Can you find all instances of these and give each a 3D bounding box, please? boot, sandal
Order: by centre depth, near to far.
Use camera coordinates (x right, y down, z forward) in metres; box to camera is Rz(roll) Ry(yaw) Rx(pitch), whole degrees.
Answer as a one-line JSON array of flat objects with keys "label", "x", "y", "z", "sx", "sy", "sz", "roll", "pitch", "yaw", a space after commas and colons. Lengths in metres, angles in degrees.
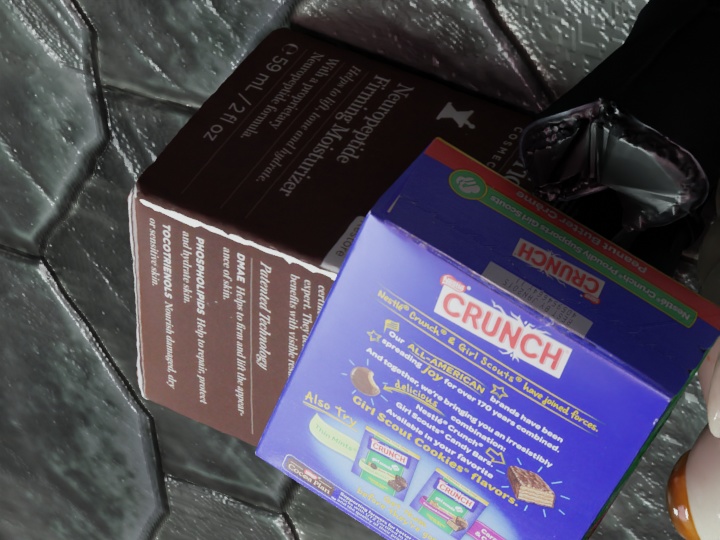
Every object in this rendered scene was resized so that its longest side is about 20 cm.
[{"label": "boot", "x": 0.191, "y": -0.081, "z": 1.371, "sx": 0.200, "sy": 0.168, "sz": 0.076, "roll": 6, "pitch": 130, "yaw": 33}, {"label": "sandal", "x": 0.151, "y": -0.022, "z": 1.523, "sx": 0.076, "sy": 0.043, "sz": 0.200, "roll": -12, "pitch": 151, "yaw": -7}]

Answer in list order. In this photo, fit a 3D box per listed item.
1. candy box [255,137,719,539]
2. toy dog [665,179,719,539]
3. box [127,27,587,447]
[{"label": "candy box", "x": 0.060, "y": 0.057, "z": 1.427, "sx": 0.169, "sy": 0.077, "sz": 0.200, "roll": 33, "pitch": 138, "yaw": 6}, {"label": "toy dog", "x": 0.227, "y": 0.069, "z": 1.479, "sx": 0.139, "sy": 0.194, "sz": 0.200, "roll": 14, "pitch": 128, "yaw": 14}, {"label": "box", "x": 0.000, "y": 0.000, "z": 1.600, "sx": 0.200, "sy": 0.166, "sz": 0.164, "roll": 21, "pitch": 137, "yaw": 19}]
